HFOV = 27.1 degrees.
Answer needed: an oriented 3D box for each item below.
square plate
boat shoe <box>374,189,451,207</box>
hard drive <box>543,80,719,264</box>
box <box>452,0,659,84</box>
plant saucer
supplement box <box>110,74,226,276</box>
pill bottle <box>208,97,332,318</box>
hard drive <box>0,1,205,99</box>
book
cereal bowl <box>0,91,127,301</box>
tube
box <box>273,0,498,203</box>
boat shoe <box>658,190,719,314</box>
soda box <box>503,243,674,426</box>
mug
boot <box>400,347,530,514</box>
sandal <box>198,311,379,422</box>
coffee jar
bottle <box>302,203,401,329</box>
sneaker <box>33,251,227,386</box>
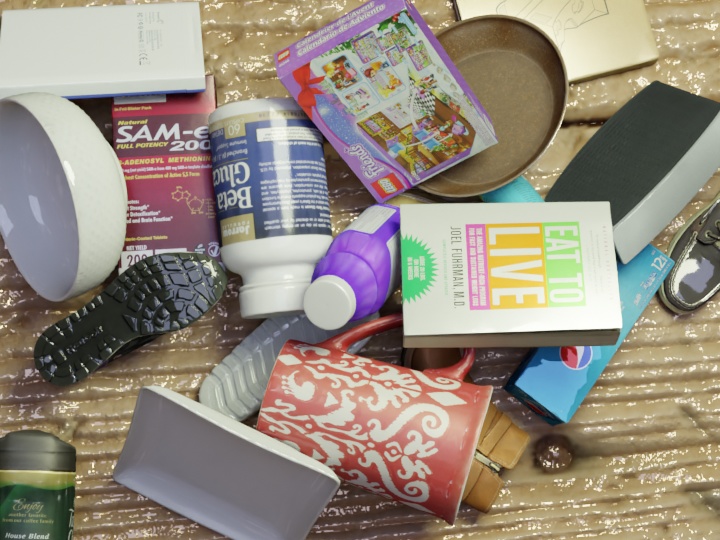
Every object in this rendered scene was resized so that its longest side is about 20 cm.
[{"bbox_3d":[-0.128,0.189,1.400,0.197,0.200,0.029,26,53,-1],"label":"square plate"},{"bbox_3d":[0.106,-0.029,1.503,0.199,0.076,0.072,25,80,-1],"label":"boat shoe"},{"bbox_3d":[0.282,-0.106,1.509,0.200,0.135,0.042,-46,133,-13],"label":"hard drive"},{"bbox_3d":[0.201,-0.274,1.576,0.198,0.021,0.165,-14,83,-8],"label":"box"},{"bbox_3d":[0.120,-0.161,1.503,0.199,0.037,0.202,-11,65,25],"label":"plant saucer"},{"bbox_3d":[-0.191,-0.089,1.490,0.108,0.061,0.202,-4,81,-6],"label":"supplement box"},{"bbox_3d":[-0.084,-0.058,1.439,0.110,0.111,0.202,-6,85,-7],"label":"pill bottle"},{"bbox_3d":[-0.257,-0.219,1.483,0.198,0.026,0.133,-4,44,-6],"label":"hard drive"},{"bbox_3d":[0.137,0.002,1.388,0.198,0.048,0.135,-2,68,0],"label":"book"},{"bbox_3d":[-0.280,-0.075,1.421,0.083,0.200,0.202,-18,83,-32],"label":"cereal bowl"},{"bbox_3d":[0.178,-0.044,1.484,0.051,0.077,0.200,-52,58,21],"label":"tube"},{"bbox_3d":[0.027,-0.162,1.411,0.136,0.200,0.039,-26,46,15],"label":"box"},{"bbox_3d":[0.381,-0.042,1.539,0.072,0.065,0.200,42,81,0],"label":"boat shoe"},{"bbox_3d":[0.230,0.056,1.510,0.068,0.064,0.201,36,79,0],"label":"soda box"},{"bbox_3d":[0.016,0.130,1.406,0.198,0.134,0.178,16,46,6],"label":"mug"},{"bbox_3d":[0.103,0.128,1.479,0.154,0.077,0.201,28,83,0],"label":"boot"},{"bbox_3d":[-0.072,0.083,1.487,0.202,0.050,0.083,-30,71,4],"label":"sandal"},{"bbox_3d":[-0.314,0.252,1.407,0.084,0.104,0.202,3,82,-8],"label":"coffee jar"},{"bbox_3d":[0.000,0.000,1.410,0.065,0.200,0.084,13,113,14],"label":"bottle"},{"bbox_3d":[-0.220,0.040,1.447,0.199,0.088,0.076,-27,89,2],"label":"sneaker"}]
